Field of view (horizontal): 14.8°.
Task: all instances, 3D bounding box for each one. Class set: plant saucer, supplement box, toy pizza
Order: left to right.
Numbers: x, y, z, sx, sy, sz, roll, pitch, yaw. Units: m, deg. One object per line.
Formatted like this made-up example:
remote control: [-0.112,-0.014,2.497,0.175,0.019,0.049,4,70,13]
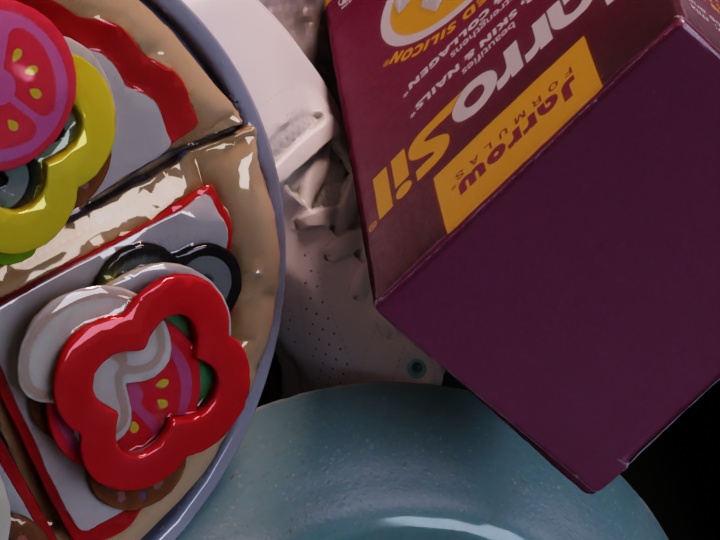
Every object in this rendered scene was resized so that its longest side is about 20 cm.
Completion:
toy pizza: [-0.103,0.011,0.689,0.200,0.032,0.201,-10,110,-28]
plant saucer: [0.006,0.132,0.778,0.199,0.036,0.201,-3,104,-11]
supplement box: [0.061,-0.048,0.768,0.086,0.200,0.110,40,109,-23]

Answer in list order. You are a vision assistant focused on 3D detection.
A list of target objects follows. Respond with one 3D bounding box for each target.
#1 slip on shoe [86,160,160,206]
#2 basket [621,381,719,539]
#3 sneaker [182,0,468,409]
slip on shoe: [-0.107,-0.065,0.744,0.060,0.076,0.200,-28,106,-3]
basket: [0.178,0.028,0.915,0.200,0.136,0.181,-39,111,-35]
sneaker: [0.000,0.000,0.804,0.075,0.088,0.200,-37,109,-31]
